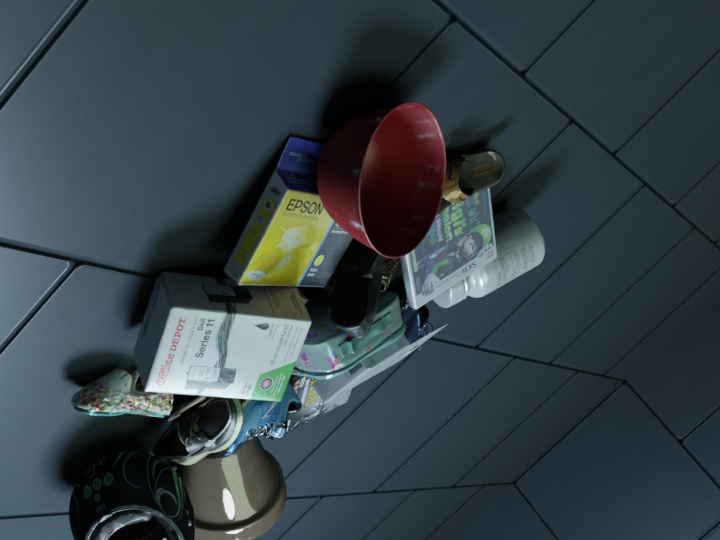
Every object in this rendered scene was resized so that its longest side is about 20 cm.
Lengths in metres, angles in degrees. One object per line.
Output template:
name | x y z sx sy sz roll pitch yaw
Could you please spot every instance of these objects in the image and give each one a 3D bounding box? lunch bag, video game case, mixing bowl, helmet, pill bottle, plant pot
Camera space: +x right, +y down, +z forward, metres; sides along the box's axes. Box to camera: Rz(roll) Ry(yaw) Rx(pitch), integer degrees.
lunch bag | -0.037 0.095 1.677 0.200 0.160 0.077 -31 117 -38
video game case | 0.136 -0.061 1.732 0.182 0.023 0.201 -32 130 -25
mixing bowl | 0.014 -0.122 1.422 0.200 0.108 0.201 -22 117 -51
helmet | -0.354 0.376 1.707 0.199 0.191 0.201 -5 113 -12
pill bottle | 0.207 -0.019 1.890 0.200 0.114 0.115 -28 153 -22
plant pot | -0.230 0.324 1.827 0.200 0.200 0.175 -26 133 -25

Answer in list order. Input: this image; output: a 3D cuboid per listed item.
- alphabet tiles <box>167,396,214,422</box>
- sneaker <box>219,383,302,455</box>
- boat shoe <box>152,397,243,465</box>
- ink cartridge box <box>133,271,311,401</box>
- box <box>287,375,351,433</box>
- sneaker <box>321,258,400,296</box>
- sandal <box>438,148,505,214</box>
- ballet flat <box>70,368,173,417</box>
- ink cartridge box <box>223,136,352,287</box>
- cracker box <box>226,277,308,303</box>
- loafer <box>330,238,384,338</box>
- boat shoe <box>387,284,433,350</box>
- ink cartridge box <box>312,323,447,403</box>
alphabet tiles | -0.204 0.184 1.721 0.166 0.006 0.200 -35 171 36
sneaker | -0.154 0.235 1.752 0.078 0.090 0.200 -44 178 40
boat shoe | -0.247 0.247 1.669 0.065 0.073 0.200 1 149 -41
ink cartridge box | -0.186 0.091 1.476 0.199 0.083 0.147 7 121 -26
box | -0.080 0.196 1.939 0.158 0.048 0.200 -24 151 -29
sneaker | 0.023 0.004 1.700 0.200 0.075 0.071 -29 151 -42
sandal | 0.146 -0.130 1.649 0.199 0.055 0.082 -20 107 -28
ballet flat | -0.333 0.170 1.556 0.200 0.075 0.064 18 89 -66
ink cartridge box | -0.068 -0.070 1.475 0.197 0.047 0.200 3 123 -55
cracker box | -0.187 0.081 1.593 0.200 0.058 0.134 -43 156 11
loafer | 0.000 0.000 1.598 0.072 0.073 0.201 55 44 -64
boat shoe | 0.095 0.089 1.953 0.068 0.084 0.200 -24 156 -3
ink cartridge box | 0.030 0.140 1.824 0.173 0.044 0.200 -28 171 -31
